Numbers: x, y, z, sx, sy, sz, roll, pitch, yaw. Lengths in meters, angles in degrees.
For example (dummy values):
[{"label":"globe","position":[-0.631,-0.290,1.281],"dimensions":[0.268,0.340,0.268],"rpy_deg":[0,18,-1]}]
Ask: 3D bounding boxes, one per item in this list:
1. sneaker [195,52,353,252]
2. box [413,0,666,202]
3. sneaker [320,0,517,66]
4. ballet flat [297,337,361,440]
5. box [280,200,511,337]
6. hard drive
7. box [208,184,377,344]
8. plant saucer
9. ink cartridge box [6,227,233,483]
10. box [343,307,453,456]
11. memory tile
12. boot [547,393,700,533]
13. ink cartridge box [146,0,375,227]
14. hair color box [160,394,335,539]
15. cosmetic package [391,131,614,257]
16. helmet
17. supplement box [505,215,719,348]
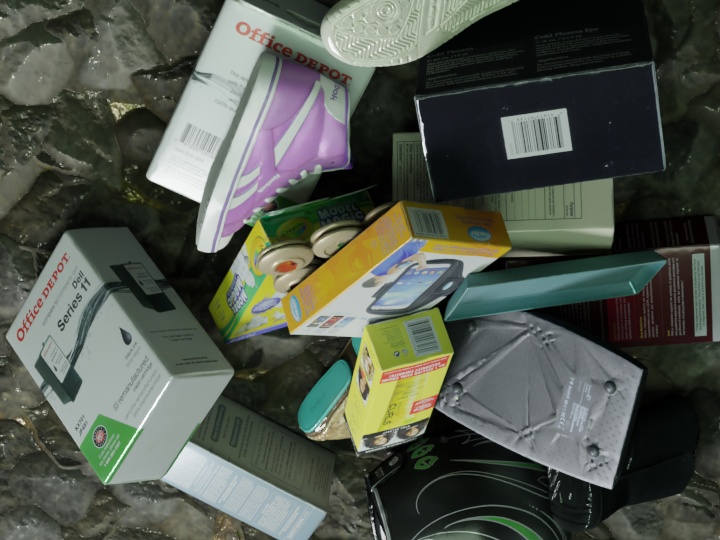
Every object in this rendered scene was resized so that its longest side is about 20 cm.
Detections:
[{"label":"sneaker","position":[-0.070,-0.084,1.551],"dimensions":[0.114,0.073,0.201],"rpy_deg":[19,125,-15]},{"label":"box","position":[0.153,-0.157,1.520],"dimensions":[0.199,0.182,0.105],"rpy_deg":[-7,121,9]},{"label":"sneaker","position":[0.054,-0.246,1.516],"dimensions":[0.199,0.111,0.077],"rpy_deg":[-26,121,3]},{"label":"ballet flat","position":[0.013,0.093,1.752],"dimensions":[0.065,0.071,0.200],"rpy_deg":[16,127,-36]},{"label":"box","position":[0.023,0.008,1.539],"dimensions":[0.119,0.042,0.200],"rpy_deg":[4,147,-40]},{"label":"hard drive","position":[0.165,0.103,1.628],"dimensions":[0.199,0.042,0.136],"rpy_deg":[23,115,28]},{"label":"box","position":[-0.056,-0.008,1.623],"dimensions":[0.117,0.049,0.200],"rpy_deg":[-16,157,-28]},{"label":"plant saucer","position":[0.172,0.012,1.581],"dimensions":[0.199,0.019,0.070],"rpy_deg":[-7,156,-21]},{"label":"ink cartridge box","position":[-0.231,0.077,1.673],"dimensions":[0.200,0.083,0.147],"rpy_deg":[50,121,29]},{"label":"box","position":[0.033,0.105,1.646],"dimensions":[0.075,0.050,0.200],"rpy_deg":[-13,154,-15]},{"label":"memory tile","position":[0.000,0.000,1.576],"dimensions":[0.152,0.017,0.200],"rpy_deg":[-19,156,7]},{"label":"boot","position":[0.254,0.141,1.711],"dimensions":[0.076,0.168,0.201],"rpy_deg":[14,112,45]},{"label":"ink cartridge box","position":[-0.086,-0.150,1.601],"dimensions":[0.146,0.083,0.201],"rpy_deg":[25,119,-9]},{"label":"hair color box","position":[-0.128,0.189,1.788],"dimensions":[0.199,0.099,0.061],"rpy_deg":[29,118,-11]},{"label":"cosmetic package","position":[0.129,-0.069,1.610],"dimensions":[0.199,0.106,0.071],"rpy_deg":[0,161,5]},{"label":"helmet","position":[0.112,0.251,1.755],"dimensions":[0.190,0.200,0.201],"rpy_deg":[-14,119,-6]},{"label":"supplement box","position":[0.240,0.015,1.681],"dimensions":[0.199,0.061,0.109],"rpy_deg":[-4,120,6]}]
